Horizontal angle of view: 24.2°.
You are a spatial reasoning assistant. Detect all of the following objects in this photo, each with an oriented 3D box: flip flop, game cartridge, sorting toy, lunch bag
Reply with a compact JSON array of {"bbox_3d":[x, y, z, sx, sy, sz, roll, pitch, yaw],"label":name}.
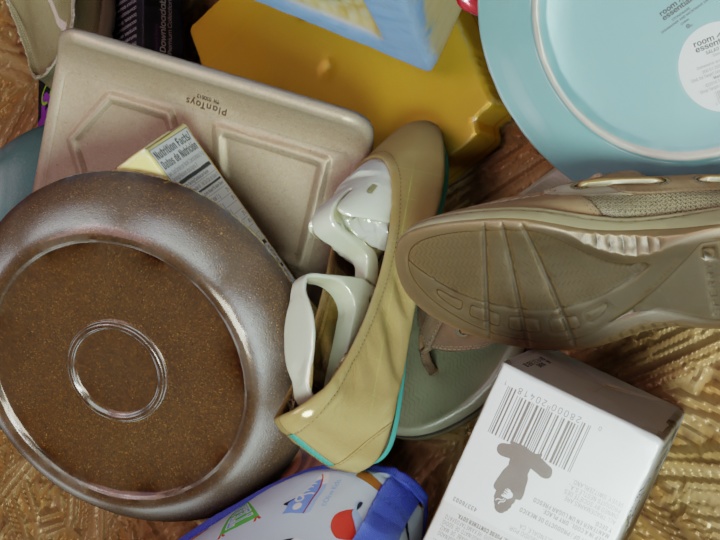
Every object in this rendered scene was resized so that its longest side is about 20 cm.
[{"bbox_3d":[0.068,0.006,0.848,0.200,0.058,0.081,-44,55,24],"label":"flip flop"},{"bbox_3d":[-0.009,-0.113,0.971,0.176,0.032,0.200,-37,59,30],"label":"game cartridge"},{"bbox_3d":[-0.097,-0.021,0.941,0.185,0.036,0.200,17,113,10],"label":"sorting toy"},{"bbox_3d":[-0.059,0.194,0.822,0.124,0.170,0.200,46,125,-6],"label":"lunch bag"}]

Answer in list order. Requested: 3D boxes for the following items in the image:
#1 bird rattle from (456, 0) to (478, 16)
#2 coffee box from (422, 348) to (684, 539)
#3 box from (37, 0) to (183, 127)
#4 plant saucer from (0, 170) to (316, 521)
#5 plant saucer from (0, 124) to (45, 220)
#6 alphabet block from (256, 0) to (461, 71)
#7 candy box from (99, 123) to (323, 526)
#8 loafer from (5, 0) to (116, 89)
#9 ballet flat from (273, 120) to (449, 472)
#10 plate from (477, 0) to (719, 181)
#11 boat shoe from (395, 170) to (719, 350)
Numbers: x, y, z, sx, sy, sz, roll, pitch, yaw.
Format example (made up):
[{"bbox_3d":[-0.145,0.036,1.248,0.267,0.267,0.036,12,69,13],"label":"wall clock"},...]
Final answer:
[{"bbox_3d":[0.146,-0.168,0.799,0.163,0.113,0.200,45,114,22],"label":"bird rattle"},{"bbox_3d":[0.068,0.143,0.765,0.080,0.114,0.200,25,99,14],"label":"coffee box"},{"bbox_3d":[-0.166,-0.165,1.107,0.143,0.036,0.200,-20,65,50],"label":"box"},{"bbox_3d":[-0.122,0.048,0.874,0.200,0.032,0.200,7,112,17],"label":"plant saucer"},{"bbox_3d":[-0.233,0.001,1.080,0.200,0.036,0.200,-171,90,-70],"label":"plant saucer"},{"bbox_3d":[-0.018,-0.247,0.837,0.195,0.196,0.200,24,84,12],"label":"alphabet block"},{"bbox_3d":[-0.087,0.036,0.907,0.115,0.055,0.200,-33,97,26],"label":"candy box"},{"bbox_3d":[-0.209,-0.197,1.085,0.076,0.067,0.200,-43,49,39],"label":"loafer"},{"bbox_3d":[0.000,0.000,0.839,0.069,0.063,0.200,-28,44,49],"label":"ballet flat"},{"bbox_3d":[0.146,-0.118,0.760,0.200,0.026,0.200,6,107,20],"label":"plate"},{"bbox_3d":[0.117,-0.009,0.769,0.200,0.065,0.071,1,123,16],"label":"boat shoe"}]
